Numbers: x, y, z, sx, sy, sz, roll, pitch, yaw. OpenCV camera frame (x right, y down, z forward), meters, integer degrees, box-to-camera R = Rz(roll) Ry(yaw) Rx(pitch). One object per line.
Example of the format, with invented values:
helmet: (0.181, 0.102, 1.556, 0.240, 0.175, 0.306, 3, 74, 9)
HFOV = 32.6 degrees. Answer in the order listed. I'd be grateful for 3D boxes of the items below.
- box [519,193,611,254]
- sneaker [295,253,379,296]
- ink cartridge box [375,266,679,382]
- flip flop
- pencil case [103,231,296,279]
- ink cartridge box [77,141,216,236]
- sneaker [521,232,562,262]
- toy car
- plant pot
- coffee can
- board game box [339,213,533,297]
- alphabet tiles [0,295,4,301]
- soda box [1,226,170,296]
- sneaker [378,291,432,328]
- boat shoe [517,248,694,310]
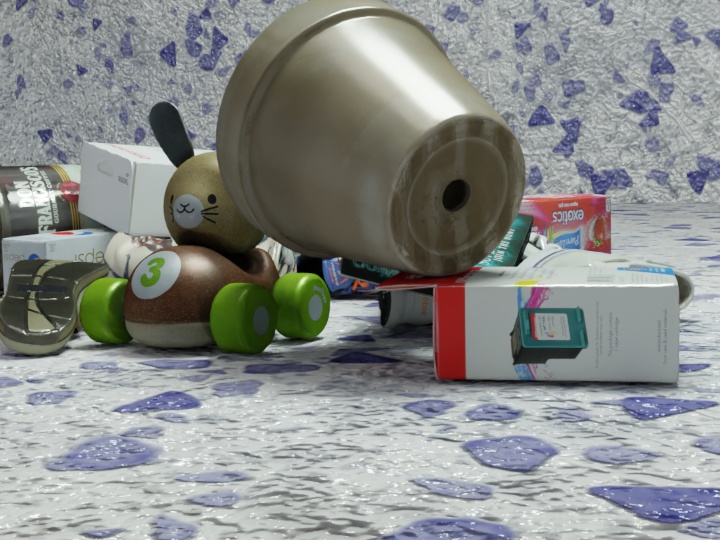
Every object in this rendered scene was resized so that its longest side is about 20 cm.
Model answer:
box: (0.195, -0.037, 1.404, 0.100, 0.096, 0.200, 4, 8, 42)
sneaker: (0.000, 0.000, 1.288, 0.200, 0.076, 0.078, -7, 10, 42)
ink cartridge box: (0.118, 0.035, 0.858, 0.199, 0.067, 0.116, 0, 6, 13)
flip flop: (-0.265, 0.035, 1.055, 0.081, 0.058, 0.200, 3, 21, -5)
pencil case: (-0.156, 0.001, 1.196, 0.200, 0.078, 0.089, 0, 28, 18)
ink cartridge box: (-0.194, -0.089, 1.367, 0.200, 0.084, 0.145, 0, 12, -35)
sneaker: (0.111, -0.028, 1.184, 0.200, 0.075, 0.081, 30, 25, 4)
toy car: (-0.129, -0.041, 1.011, 0.164, 0.201, 0.158, 2, 6, 30)
plant pot: (0.022, -0.083, 0.886, 0.200, 0.200, 0.173, -5, 24, -33)
coffee can: (-0.347, -0.053, 1.442, 0.200, 0.147, 0.146, -5, 7, -35)
board game box: (0.071, -0.022, 1.063, 0.135, 0.028, 0.200, 13, 21, 10)
alphabet tiles: (-0.288, 0.030, 1.308, 0.200, 0.006, 0.166, -5, 6, -35)
soda box: (-0.287, -0.009, 1.314, 0.064, 0.068, 0.200, 4, 8, 30)
sneaker: (0.057, 0.013, 1.125, 0.080, 0.074, 0.200, 2, 14, -2)
boat shoe: (0.207, 0.018, 1.022, 0.200, 0.071, 0.070, 2, -1, -42)
